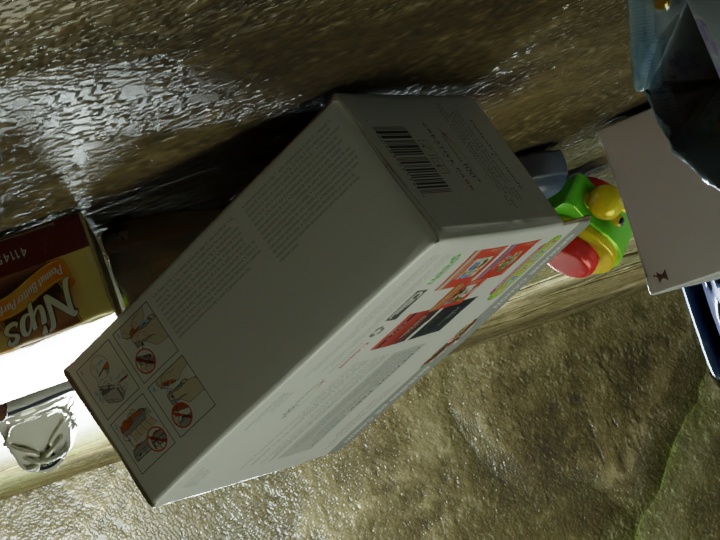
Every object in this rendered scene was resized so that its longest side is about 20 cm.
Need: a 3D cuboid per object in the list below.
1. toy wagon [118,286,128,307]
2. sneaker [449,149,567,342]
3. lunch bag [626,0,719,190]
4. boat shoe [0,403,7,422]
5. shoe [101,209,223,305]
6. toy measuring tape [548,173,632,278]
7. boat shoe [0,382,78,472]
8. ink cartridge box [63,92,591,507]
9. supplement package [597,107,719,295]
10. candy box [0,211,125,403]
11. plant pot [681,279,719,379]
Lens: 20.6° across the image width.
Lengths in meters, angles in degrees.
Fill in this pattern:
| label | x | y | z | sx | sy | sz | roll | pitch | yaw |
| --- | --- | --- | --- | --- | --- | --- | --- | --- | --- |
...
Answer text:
| label | x | y | z | sx | sy | sz | roll | pitch | yaw |
| --- | --- | --- | --- | --- | --- | --- | --- | --- | --- |
| toy wagon | -0.106 | 0.019 | 1.222 | 0.155 | 0.040 | 0.200 | -21 | 173 | 18 |
| sneaker | 0.061 | -0.002 | 1.266 | 0.200 | 0.082 | 0.070 | -34 | 162 | 29 |
| lunch bag | 0.161 | -0.106 | 0.528 | 0.169 | 0.128 | 0.200 | -21 | 164 | -4 |
| boat shoe | -0.268 | 0.091 | 1.199 | 0.072 | 0.072 | 0.200 | -13 | 172 | -43 |
| shoe | -0.053 | -0.010 | 1.047 | 0.200 | 0.054 | 0.070 | -12 | 171 | -46 |
| toy measuring tape | 0.148 | -0.020 | 1.464 | 0.073 | 0.074 | 0.200 | -16 | 171 | -25 |
| boat shoe | -0.250 | 0.122 | 1.546 | 0.071 | 0.070 | 0.200 | -17 | 174 | -10 |
| ink cartridge box | -0.011 | 0.011 | 0.946 | 0.200 | 0.084 | 0.175 | -43 | 163 | 25 |
| supplement package | 0.258 | -0.061 | 1.253 | 0.109 | 0.114 | 0.200 | -21 | 174 | 37 |
| candy box | -0.178 | 0.028 | 0.996 | 0.115 | 0.055 | 0.200 | -19 | 174 | -6 |
| plant pot | 0.333 | -0.025 | 1.468 | 0.199 | 0.201 | 0.180 | -18 | 180 | -13 |
